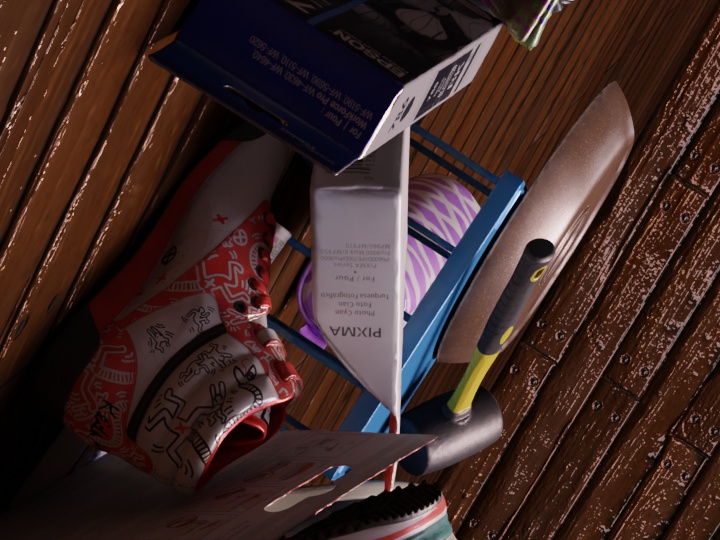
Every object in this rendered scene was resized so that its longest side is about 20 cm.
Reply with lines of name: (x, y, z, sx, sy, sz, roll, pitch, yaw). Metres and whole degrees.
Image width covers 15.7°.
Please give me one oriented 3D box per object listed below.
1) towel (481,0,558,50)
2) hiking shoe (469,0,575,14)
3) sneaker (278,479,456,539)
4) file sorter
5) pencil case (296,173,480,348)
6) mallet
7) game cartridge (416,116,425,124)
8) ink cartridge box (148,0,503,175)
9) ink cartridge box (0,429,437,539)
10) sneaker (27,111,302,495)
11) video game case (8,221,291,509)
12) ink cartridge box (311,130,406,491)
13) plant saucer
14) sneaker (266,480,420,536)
towel: (0.089, -0.205, 1.292, 0.144, 0.023, 0.200, -58, -153, 18)
hiking shoe: (0.112, -0.210, 1.415, 0.201, 0.086, 0.074, -64, 143, -26)
sneaker: (-0.022, 0.166, 1.194, 0.199, 0.094, 0.070, -25, -179, 41)
file sorter: (-0.003, 0.008, 1.541, 0.201, 0.122, 0.139, -58, 172, -1)
pencil case: (0.022, -0.007, 1.809, 0.085, 0.084, 0.200, -35, 180, 25)
mallet: (0.064, 0.052, 1.501, 0.066, 0.041, 0.200, -26, 155, -26)
game cartridge: (0.054, -0.164, 1.546, 0.133, 0.041, 0.200, -51, 170, -17)
ink cartridge box: (-0.010, -0.103, 1.163, 0.039, 0.099, 0.200, -61, 172, 24)
ink cartridge box: (-0.080, 0.125, 1.273, 0.160, 0.199, 0.048, -28, 109, -50)
sneaker: (-0.064, 0.019, 1.278, 0.202, 0.108, 0.067, -53, 171, -32)
video game case: (-0.110, 0.051, 1.411, 0.200, 0.018, 0.143, -54, 172, 0)
ink cartridge box: (0.000, 0.000, 1.347, 0.160, 0.047, 0.201, -86, 179, -57)
plant saucer: (0.112, -0.022, 1.581, 0.201, 0.032, 0.200, -57, 172, -12)
sneaker: (-0.040, 0.179, 1.507, 0.199, 0.107, 0.075, -5, 176, -29)
